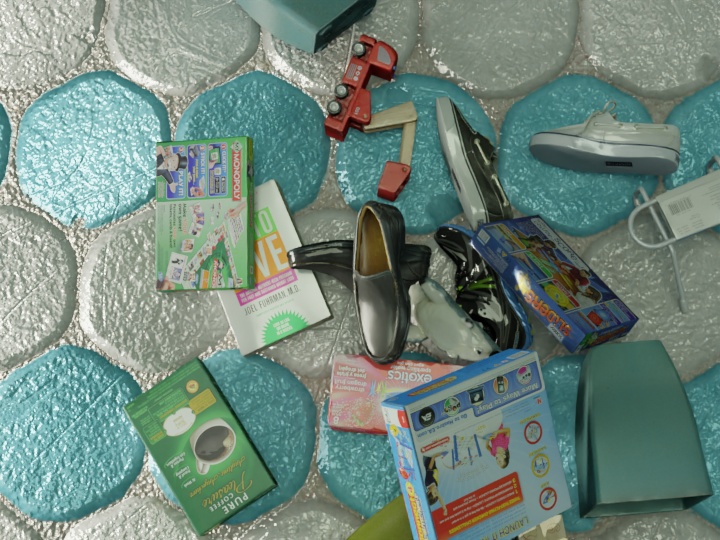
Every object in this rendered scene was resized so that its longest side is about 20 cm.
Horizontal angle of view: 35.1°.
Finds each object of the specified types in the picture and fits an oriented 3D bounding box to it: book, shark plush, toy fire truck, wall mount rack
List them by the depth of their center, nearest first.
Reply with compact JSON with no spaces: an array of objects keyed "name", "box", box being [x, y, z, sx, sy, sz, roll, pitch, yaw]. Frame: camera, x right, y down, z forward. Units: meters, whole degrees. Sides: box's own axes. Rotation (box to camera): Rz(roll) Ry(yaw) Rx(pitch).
[{"name":"shark plush","box":[0.138,0.068,1.433,0.199,0.083,0.092,25,109,29]},{"name":"wall mount rack","box":[0.455,-0.051,1.514,0.198,0.075,0.175,-22,76,-3]},{"name":"book","box":[-0.134,-0.002,1.534,0.132,0.048,0.202,-24,80,3]},{"name":"toy fire truck","box":[0.026,-0.212,1.564,0.140,0.049,0.202,22,80,5]}]

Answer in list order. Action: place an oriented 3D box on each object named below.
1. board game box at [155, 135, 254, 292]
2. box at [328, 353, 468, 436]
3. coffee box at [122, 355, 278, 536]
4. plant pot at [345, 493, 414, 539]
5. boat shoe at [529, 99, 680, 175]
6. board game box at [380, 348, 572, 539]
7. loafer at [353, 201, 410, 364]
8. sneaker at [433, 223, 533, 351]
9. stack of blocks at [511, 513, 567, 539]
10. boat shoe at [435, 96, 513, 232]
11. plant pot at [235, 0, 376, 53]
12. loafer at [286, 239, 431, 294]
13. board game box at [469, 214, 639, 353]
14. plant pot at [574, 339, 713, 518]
[{"name":"board game box","box":[-0.208,-0.074,1.519,0.133,0.029,0.203,-2,85,14]},{"name":"box","box":[0.060,0.167,1.465,0.197,0.100,0.097,6,79,2]},{"name":"coffee box","box":[-0.209,0.230,1.487,0.122,0.044,0.201,-34,80,-5]},{"name":"plant pot","box":[0.079,0.351,1.403,0.187,0.187,0.200,39,68,8]},{"name":"boat shoe","box":[0.331,-0.185,1.531,0.199,0.075,0.087,6,69,20]},{"name":"board game box","box":[0.138,0.216,1.324,0.198,0.056,0.198,-18,99,-29]},{"name":"loafer","box":[0.017,0.014,1.405,0.072,0.072,0.203,-9,79,21]},{"name":"sneaker","box":[0.153,0.027,1.504,0.082,0.071,0.201,-28,83,-10]},{"name":"stack of blocks","box":[0.232,0.400,1.407,0.058,0.115,0.203,-10,84,0]},{"name":"boat shoe","box":[0.152,-0.147,1.533,0.063,0.071,0.202,-15,71,-5]},{"name":"plant pot","box":[-0.076,-0.416,1.540,0.196,0.196,0.201,-38,89,-6]},{"name":"loafer","box":[0.000,0.000,1.495,0.197,0.073,0.073,2,84,-14]},{"name":"board game box","box":[0.248,0.012,1.454,0.200,0.134,0.035,50,127,26]},{"name":"plant pot","box":[0.342,0.198,1.435,0.139,0.142,0.203,-5,72,0]}]
